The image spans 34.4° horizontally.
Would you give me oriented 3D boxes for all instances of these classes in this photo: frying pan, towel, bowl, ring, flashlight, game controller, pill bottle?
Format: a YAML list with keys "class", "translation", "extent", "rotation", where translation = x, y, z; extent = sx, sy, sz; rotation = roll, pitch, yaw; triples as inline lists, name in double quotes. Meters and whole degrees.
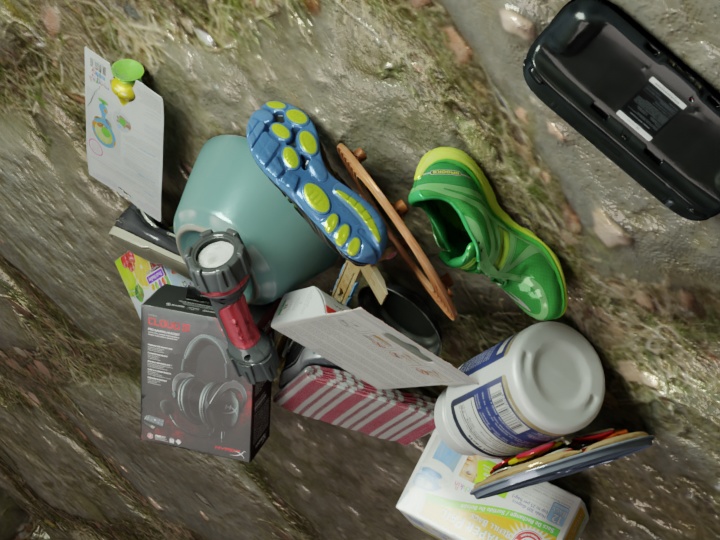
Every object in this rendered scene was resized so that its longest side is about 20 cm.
- class: "frying pan"
  translation: [0.044, 0.076, 1.329]
  extent: [0.114, 0.031, 0.191]
  rotation: [32, 151, 16]
- class: "towel"
  translation: [0.001, 0.164, 1.426]
  extent: [0.198, 0.030, 0.146]
  rotation: [19, 154, -15]
- class: "bowl"
  translation: [-0.130, -0.039, 1.295]
  extent: [0.199, 0.105, 0.202]
  rotation: [27, 148, 18]
- class: "ring"
  translation: [0.039, -0.040, 1.114]
  extent: [0.202, 0.019, 0.200]
  rotation: [56, 179, 1]
- class: "flashlight"
  translation: [-0.129, 0.045, 1.240]
  extent: [0.067, 0.068, 0.201]
  rotation: [-5, 136, 11]
- class: "game controller"
  translation: [0.218, -0.121, 0.889]
  extent: [0.199, 0.042, 0.104]
  rotation: [39, 135, -2]
- class: "pill bottle"
  translation: [0.156, 0.133, 1.210]
  extent: [0.111, 0.111, 0.200]
  rotation: [41, 150, -6]

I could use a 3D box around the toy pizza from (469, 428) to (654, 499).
- class: "toy pizza"
  translation: [0.205, 0.193, 1.199]
  extent: [0.200, 0.198, 0.032]
  rotation: [-43, 60, 59]

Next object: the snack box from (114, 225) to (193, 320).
- class: "snack box"
  translation: [-0.239, 0.055, 1.519]
  extent: [0.142, 0.053, 0.202]
  rotation: [-23, 92, 58]

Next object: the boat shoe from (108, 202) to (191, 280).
- class: "boat shoe"
  translation: [-0.208, -0.028, 1.407]
  extent: [0.198, 0.063, 0.073]
  rotation: [23, 163, 13]

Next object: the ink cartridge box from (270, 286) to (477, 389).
- class: "ink cartridge box"
  translation: [0.017, 0.069, 1.224]
  extent: [0.160, 0.051, 0.199]
  rotation: [32, 157, -22]

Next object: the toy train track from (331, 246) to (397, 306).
- class: "toy train track"
  translation: [0.000, 0.000, 1.256]
  extent: [0.116, 0.032, 0.201]
  rotation: [60, 153, 21]

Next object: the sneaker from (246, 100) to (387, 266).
- class: "sneaker"
  translation: [-0.048, -0.081, 1.153]
  extent: [0.200, 0.070, 0.083]
  rotation: [52, 166, 12]

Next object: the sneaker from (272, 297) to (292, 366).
- class: "sneaker"
  translation: [-0.131, 0.077, 1.493]
  extent: [0.090, 0.075, 0.201]
  rotation: [43, 144, 9]

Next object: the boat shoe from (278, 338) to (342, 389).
- class: "boat shoe"
  translation: [-0.060, 0.100, 1.421]
  extent: [0.072, 0.069, 0.200]
  rotation: [2, 160, -7]

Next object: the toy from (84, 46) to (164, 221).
- class: "toy"
  translation: [-0.259, -0.160, 1.331]
  extent: [0.114, 0.047, 0.201]
  rotation: [33, 146, 16]

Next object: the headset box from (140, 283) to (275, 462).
- class: "headset box"
  translation: [-0.184, 0.113, 1.401]
  extent: [0.147, 0.077, 0.203]
  rotation: [10, 112, 12]

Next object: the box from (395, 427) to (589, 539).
- class: "box"
  translation: [0.159, 0.290, 1.391]
  extent: [0.198, 0.113, 0.102]
  rotation: [23, 164, 24]

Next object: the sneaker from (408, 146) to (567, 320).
- class: "sneaker"
  translation: [0.112, -0.020, 1.080]
  extent: [0.200, 0.084, 0.074]
  rotation: [46, 148, -14]
